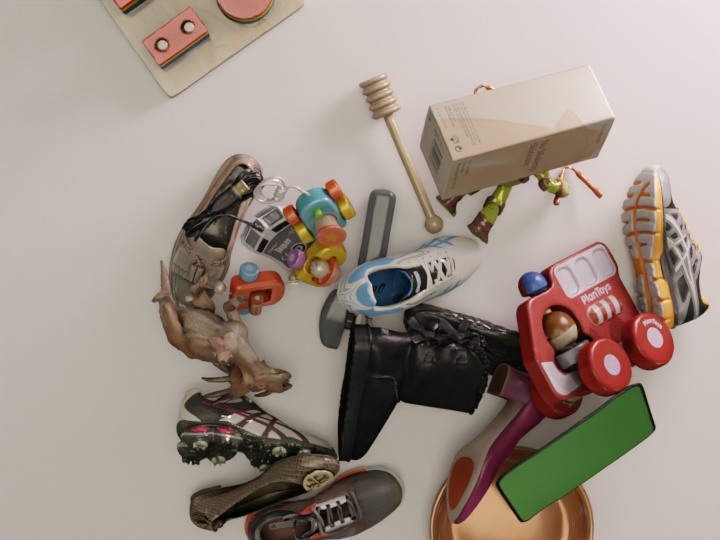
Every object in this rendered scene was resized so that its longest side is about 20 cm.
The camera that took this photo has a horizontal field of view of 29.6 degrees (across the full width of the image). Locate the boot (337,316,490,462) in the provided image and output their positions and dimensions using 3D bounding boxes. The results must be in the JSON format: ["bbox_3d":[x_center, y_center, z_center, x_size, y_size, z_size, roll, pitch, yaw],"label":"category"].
[{"bbox_3d":[0.060,0.145,1.599,0.162,0.073,0.199,5,117,-8],"label":"boot"}]

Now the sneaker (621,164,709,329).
[{"bbox_3d":[0.368,-0.028,1.633,0.077,0.078,0.200,-10,97,-16],"label":"sneaker"}]

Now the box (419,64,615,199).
[{"bbox_3d":[0.176,-0.157,1.545,0.200,0.095,0.078,-16,66,-11],"label":"box"}]

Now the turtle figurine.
[{"bbox_3d":[0.179,-0.112,1.616,0.200,0.064,0.161,41,90,-4],"label":"turtle figurine"}]

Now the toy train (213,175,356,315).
[{"bbox_3d":[-0.079,-0.016,1.548,0.150,0.056,0.200,-4,136,-24],"label":"toy train"}]

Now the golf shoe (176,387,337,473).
[{"bbox_3d":[-0.119,0.189,1.609,0.200,0.077,0.088,15,48,-24],"label":"golf shoe"}]

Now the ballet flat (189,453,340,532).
[{"bbox_3d":[-0.114,0.263,1.597,0.200,0.046,0.067,-20,138,17],"label":"ballet flat"}]

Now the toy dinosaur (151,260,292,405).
[{"bbox_3d":[-0.178,0.081,1.571,0.200,0.136,0.086,36,57,17],"label":"toy dinosaur"}]

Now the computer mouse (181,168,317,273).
[{"bbox_3d":[-0.103,-0.048,1.579,0.110,0.044,0.200,-44,136,18],"label":"computer mouse"}]

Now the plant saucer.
[{"bbox_3d":[0.181,0.310,1.653,0.200,0.037,0.201,0,93,-4],"label":"plant saucer"}]

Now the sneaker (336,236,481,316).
[{"bbox_3d":[0.068,0.009,1.586,0.200,0.072,0.072,-19,105,-31],"label":"sneaker"}]

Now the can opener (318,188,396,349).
[{"bbox_3d":[0.000,0.000,1.618,0.066,0.053,0.200,14,92,-3],"label":"can opener"}]

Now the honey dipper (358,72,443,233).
[{"bbox_3d":[0.052,-0.136,1.624,0.038,0.038,0.200,-22,96,-2],"label":"honey dipper"}]

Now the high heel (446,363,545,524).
[{"bbox_3d":[0.173,0.214,1.605,0.096,0.067,0.200,24,90,-26],"label":"high heel"}]

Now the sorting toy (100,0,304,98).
[{"bbox_3d":[-0.200,-0.340,1.582,0.199,0.070,0.200,-35,94,-1],"label":"sorting toy"}]

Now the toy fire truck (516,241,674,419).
[{"bbox_3d":[0.254,0.067,1.583,0.200,0.112,0.168,-23,82,-39],"label":"toy fire truck"}]

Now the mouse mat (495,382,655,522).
[{"bbox_3d":[0.251,0.213,1.568,0.200,0.161,0.008,-34,57,-1],"label":"mouse mat"}]

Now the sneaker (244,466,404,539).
[{"bbox_3d":[-0.040,0.295,1.617,0.200,0.082,0.077,-20,94,-2],"label":"sneaker"}]

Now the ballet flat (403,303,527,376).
[{"bbox_3d":[0.146,0.082,1.636,0.200,0.057,0.067,23,112,-10],"label":"ballet flat"}]

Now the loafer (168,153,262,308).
[{"bbox_3d":[-0.175,-0.046,1.601,0.072,0.063,0.200,24,91,-3],"label":"loafer"}]
